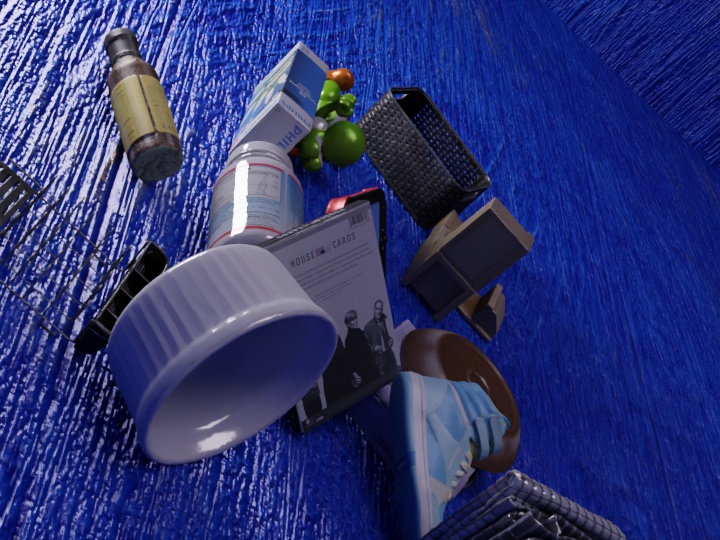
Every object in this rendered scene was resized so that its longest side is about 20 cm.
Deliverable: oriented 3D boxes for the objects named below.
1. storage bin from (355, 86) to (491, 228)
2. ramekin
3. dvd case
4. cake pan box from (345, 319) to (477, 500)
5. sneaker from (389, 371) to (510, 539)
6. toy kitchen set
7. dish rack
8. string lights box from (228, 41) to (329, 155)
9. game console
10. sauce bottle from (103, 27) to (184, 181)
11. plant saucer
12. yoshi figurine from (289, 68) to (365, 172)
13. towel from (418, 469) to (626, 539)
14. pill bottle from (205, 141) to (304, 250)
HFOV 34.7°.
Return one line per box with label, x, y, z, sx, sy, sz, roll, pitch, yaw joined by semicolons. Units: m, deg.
storage bin;0.094;-0.176;1.783;0.201;0.094;0.135;54;27;10
ramekin;-0.127;0.070;1.021;0.199;0.201;0.098;3;43;-55
dvd case;-0.031;0.046;1.197;0.149;0.025;0.203;-25;112;-36
cake pan box;0.069;0.168;1.348;0.201;0.052;0.184;51;29;3
sneaker;0.102;0.207;1.222;0.128;0.080;0.204;2;74;-17
toy kitchen set;0.192;-0.014;1.622;0.163;0.180;0.200;46;31;-7
dish rack;-0.282;-0.024;1.056;0.200;0.054;0.154;43;27;-13
string lights box;-0.104;-0.211;1.514;0.059;0.103;0.201;40;28;-18
game console;0.000;0.000;1.317;0.200;0.030;0.180;-28;115;-73
sauce bottle;-0.251;-0.193;1.309;0.064;0.065;0.202;19;41;-45
plant saucer;0.131;0.145;1.380;0.200;0.037;0.202;38;28;-25
yoshi figurine;-0.032;-0.199;1.608;0.112;0.111;0.201;45;29;-22
towel;0.148;0.304;1.127;0.165;0.200;0.086;32;32;-28
pill bottle;-0.116;-0.055;1.287;0.108;0.109;0.202;34;30;-26
